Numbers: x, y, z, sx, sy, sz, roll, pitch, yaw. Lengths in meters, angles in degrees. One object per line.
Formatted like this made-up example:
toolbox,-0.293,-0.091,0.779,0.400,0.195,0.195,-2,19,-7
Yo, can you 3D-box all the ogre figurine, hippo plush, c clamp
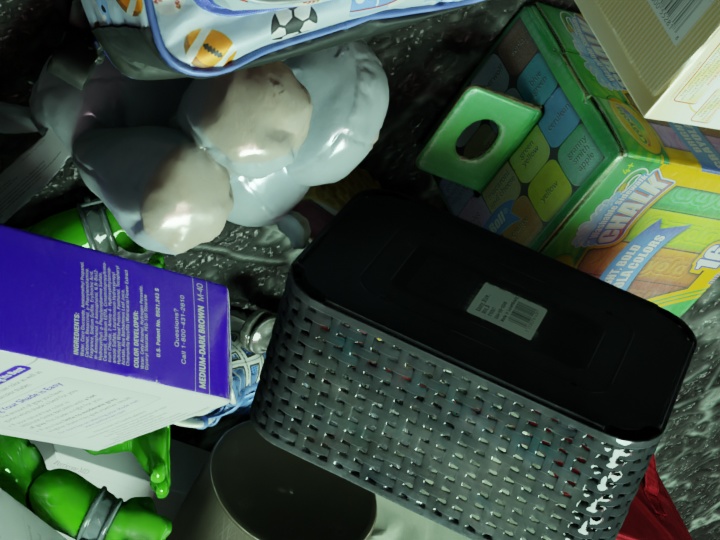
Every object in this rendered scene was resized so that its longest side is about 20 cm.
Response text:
ogre figurine,-0.163,0.058,0.895,0.118,0.098,0.202,-2,107,-3
hippo plush,-0.064,-0.059,0.789,0.200,0.160,0.160,-39,144,20
c clamp,0.004,0.061,0.983,0.170,0.199,0.027,6,105,-53

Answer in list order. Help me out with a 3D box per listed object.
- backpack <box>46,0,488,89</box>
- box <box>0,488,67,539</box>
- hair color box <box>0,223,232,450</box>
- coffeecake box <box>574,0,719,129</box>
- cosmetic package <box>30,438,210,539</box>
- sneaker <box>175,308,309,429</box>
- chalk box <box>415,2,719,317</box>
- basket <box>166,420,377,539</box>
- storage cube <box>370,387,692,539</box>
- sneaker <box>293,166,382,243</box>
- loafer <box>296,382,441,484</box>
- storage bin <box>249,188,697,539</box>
backpack,-0.030,-0.179,0.614,0.198,0.193,0.154,-18,-173,-27
box,-0.212,0.176,0.806,0.124,0.098,0.200,-33,134,7
hair color box,-0.167,0.028,0.743,0.109,0.066,0.199,-22,154,40
coffeecake box,0.201,-0.146,0.844,0.198,0.154,0.073,4,138,-37
cosmetic package,-0.169,0.147,1.109,0.082,0.051,0.199,-38,145,18
sneaker,-0.098,0.067,1.019,0.076,0.077,0.199,-40,147,20
chalk box,0.126,-0.061,0.942,0.198,0.125,0.125,5,137,-38
basket,-0.075,0.204,1.071,0.135,0.181,0.201,17,127,-12
storage cube,0.113,0.176,1.224,0.200,0.172,0.179,-39,143,23
sneaker,0.000,0.000,0.991,0.090,0.075,0.199,-42,143,15
loafer,-0.010,0.108,1.104,0.199,0.072,0.063,-18,-166,38
storage bin,0.059,0.054,0.850,0.135,0.198,0.094,-49,160,-57
